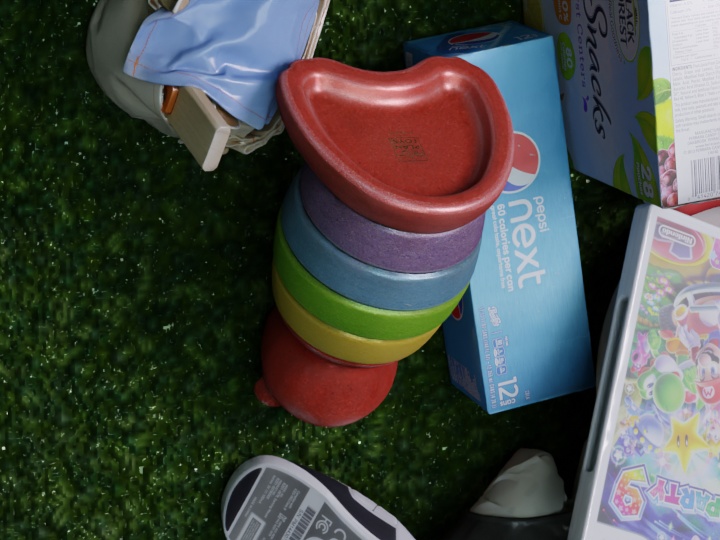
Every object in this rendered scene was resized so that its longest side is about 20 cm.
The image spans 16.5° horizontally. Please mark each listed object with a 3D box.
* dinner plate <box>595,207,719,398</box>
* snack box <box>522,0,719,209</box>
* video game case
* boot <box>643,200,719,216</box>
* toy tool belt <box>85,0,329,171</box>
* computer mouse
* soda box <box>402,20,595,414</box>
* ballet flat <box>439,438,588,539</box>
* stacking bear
[{"bbox_3d":[0.216,0.059,1.411,0.199,0.024,0.202,-3,95,-36],"label":"dinner plate"},{"bbox_3d":[0.142,-0.148,1.293,0.067,0.169,0.201,-12,107,-17],"label":"snack box"},{"bbox_3d":[0.189,0.080,1.336,0.143,0.018,0.201,19,78,-28],"label":"video game case"},{"bbox_3d":[0.256,-0.029,1.395,0.199,0.072,0.145,-22,103,-25],"label":"boot"},{"bbox_3d":[-0.063,-0.156,1.249,0.124,0.123,0.201,13,98,-21],"label":"toy tool belt"},{"bbox_3d":[0.012,0.168,1.356,0.200,0.044,0.110,37,115,15],"label":"computer mouse"},{"bbox_3d":[0.077,-0.030,1.357,0.067,0.064,0.201,-13,107,-15],"label":"soda box"},{"bbox_3d":[0.119,0.131,1.415,0.199,0.068,0.069,-10,97,-26],"label":"ballet flat"},{"bbox_3d":[0.000,0.000,1.295,0.121,0.114,0.201,-3,138,-23],"label":"stacking bear"}]
